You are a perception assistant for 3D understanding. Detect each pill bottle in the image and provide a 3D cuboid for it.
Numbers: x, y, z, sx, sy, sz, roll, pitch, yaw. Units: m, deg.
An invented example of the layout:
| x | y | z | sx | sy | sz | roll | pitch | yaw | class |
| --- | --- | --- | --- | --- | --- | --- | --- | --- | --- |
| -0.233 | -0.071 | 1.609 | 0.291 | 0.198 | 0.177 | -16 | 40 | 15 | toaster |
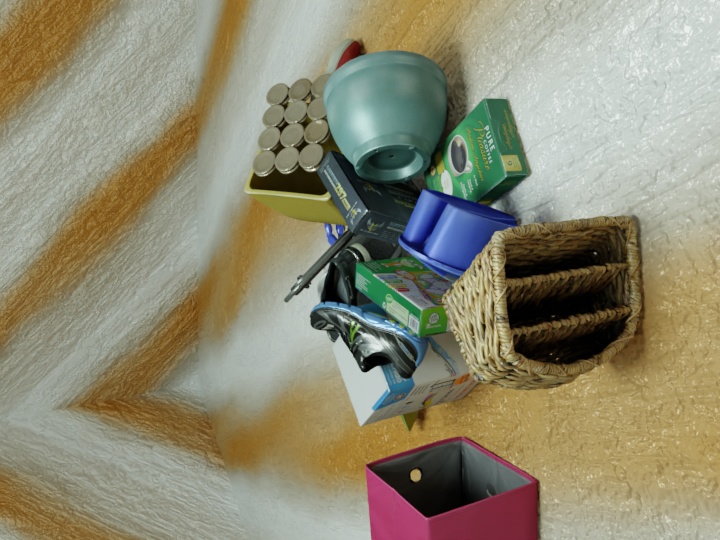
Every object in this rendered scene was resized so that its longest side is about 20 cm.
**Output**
| x | y | z | sx | sy | sz | roll | pitch | yaw | class |
| --- | --- | --- | --- | --- | --- | --- | --- | --- | --- |
| 0.000 | 0.000 | 1.147 | 0.200 | 0.112 | 0.114 | -53 | -28 | -60 | pill bottle |

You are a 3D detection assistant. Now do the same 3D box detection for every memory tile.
| x | y | z | sx | sy | sz | roll | pitch | yaw | class |
| --- | --- | --- | --- | --- | --- | --- | --- | --- | --- |
| -0.117 | -0.263 | 1.140 | 0.152 | 0.017 | 0.202 | -4 | 65 | 26 | memory tile |

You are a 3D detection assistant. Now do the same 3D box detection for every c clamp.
| x | y | z | sx | sy | sz | roll | pitch | yaw | class |
| --- | --- | --- | --- | --- | --- | --- | --- | --- | --- |
| -0.050 | -0.023 | 1.039 | 0.027 | 0.200 | 0.171 | 44 | -177 | -5 | c clamp |

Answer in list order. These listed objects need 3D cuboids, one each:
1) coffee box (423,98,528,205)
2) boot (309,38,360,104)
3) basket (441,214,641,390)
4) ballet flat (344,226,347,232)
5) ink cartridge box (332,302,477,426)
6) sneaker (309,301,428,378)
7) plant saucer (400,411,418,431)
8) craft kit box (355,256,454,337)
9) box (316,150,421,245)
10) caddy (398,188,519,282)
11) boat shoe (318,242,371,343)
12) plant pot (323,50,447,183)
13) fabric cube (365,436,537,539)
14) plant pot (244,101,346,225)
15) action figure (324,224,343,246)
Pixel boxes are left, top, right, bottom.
| x | y | z | sx | sy | sz | roll | pitch | yaw | class |
| --- | --- | --- | --- | --- | --- | --- | --- | --- | --- |
| 0.165 | -0.151 | 0.943 | 0.200 | 0.044 | 0.124 | 135 | 126 | -61 | coffee box |
| 0.001 | -0.365 | 1.231 | 0.073 | 0.143 | 0.201 | 83 | -156 | -60 | boot |
| 0.216 | 0.042 | 0.691 | 0.149 | 0.198 | 0.144 | 121 | 137 | -53 | basket |
| 0.005 | -0.035 | 1.323 | 0.201 | 0.046 | 0.068 | -121 | 33 | -41 | ballet flat |
| 0.084 | 0.137 | 1.011 | 0.146 | 0.198 | 0.148 | 67 | 151 | 26 | ink cartridge box |
| 0.000 | 0.096 | 0.883 | 0.198 | 0.071 | 0.083 | 17 | 86 | 35 | sneaker |
| 0.052 | 0.174 | 1.202 | 0.200 | 0.048 | 0.201 | 58 | 172 | 46 | plant saucer |
| 0.120 | 0.027 | 0.906 | 0.200 | 0.196 | 0.049 | 35 | 125 | 58 | craft kit box |
| 0.041 | -0.110 | 1.037 | 0.051 | 0.199 | 0.158 | -52 | 46 | 27 | box |
| 0.148 | -0.031 | 0.846 | 0.141 | 0.198 | 0.106 | 45 | 119 | 57 | caddy |
| -0.037 | 0.049 | 1.007 | 0.074 | 0.066 | 0.200 | 44 | 136 | 24 | boat shoe |
| 0.044 | -0.220 | 0.978 | 0.200 | 0.198 | 0.136 | 134 | 136 | -60 | plant pot |
| 0.138 | 0.402 | 0.968 | 0.200 | 0.194 | 0.202 | 14 | 111 | 63 | fabric cube |
| -0.066 | -0.182 | 1.207 | 0.194 | 0.200 | 0.196 | 9 | 72 | 29 | plant pot |
| -0.055 | -0.036 | 1.434 | 0.201 | 0.065 | 0.100 | 62 | 140 | 41 | action figure |
